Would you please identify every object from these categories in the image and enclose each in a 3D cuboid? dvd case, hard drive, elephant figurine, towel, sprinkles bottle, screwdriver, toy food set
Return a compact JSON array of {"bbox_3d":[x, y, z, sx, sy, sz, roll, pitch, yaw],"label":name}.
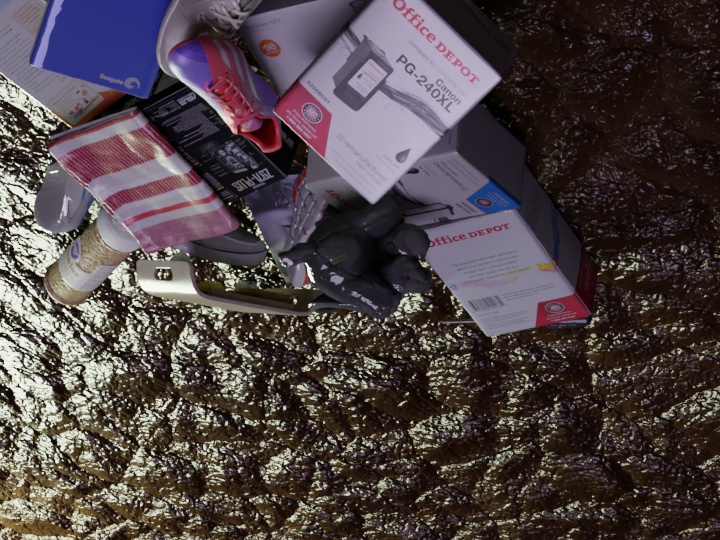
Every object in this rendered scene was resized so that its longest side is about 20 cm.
[{"bbox_3d":[-0.055,-0.052,1.849,0.148,0.016,0.200,-3,138,21],"label":"dvd case"},{"bbox_3d":[-0.250,-0.285,1.540,0.131,0.025,0.201,14,119,-22],"label":"hard drive"},{"bbox_3d":[0.000,0.000,1.674,0.155,0.142,0.200,43,169,-1],"label":"elephant figurine"},{"bbox_3d":[-0.250,-0.099,1.716,0.144,0.023,0.200,-14,133,32],"label":"towel"},{"bbox_3d":[-0.344,-0.023,1.942,0.068,0.068,0.200,31,139,-19],"label":"sprinkles bottle"},{"bbox_3d":[0.197,0.063,1.896,0.199,0.028,0.029,-4,167,26],"label":"screwdriver"},{"bbox_3d":[-0.164,0.015,1.866,0.199,0.061,0.143,11,174,-35],"label":"toy food set"}]

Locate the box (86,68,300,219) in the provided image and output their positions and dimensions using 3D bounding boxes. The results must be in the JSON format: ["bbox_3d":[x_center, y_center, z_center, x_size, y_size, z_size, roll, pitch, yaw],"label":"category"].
[{"bbox_3d":[-0.195,-0.155,1.715,0.200,0.086,0.164,-21,129,37],"label":"box"}]

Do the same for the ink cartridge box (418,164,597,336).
[{"bbox_3d":[0.170,-0.023,1.752,0.145,0.083,0.200,-13,134,33],"label":"ink cartridge box"}]

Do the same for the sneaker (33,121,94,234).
[{"bbox_3d":[-0.347,-0.128,1.831,0.072,0.072,0.200,42,130,13],"label":"sneaker"}]

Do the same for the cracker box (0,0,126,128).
[{"bbox_3d":[-0.349,-0.261,1.663,0.134,0.058,0.200,-27,126,39],"label":"cracker box"}]

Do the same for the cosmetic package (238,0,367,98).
[{"bbox_3d":[-0.014,-0.242,1.577,0.199,0.052,0.151,-8,133,27],"label":"cosmetic package"}]

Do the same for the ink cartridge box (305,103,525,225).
[{"bbox_3d":[0.060,-0.116,1.640,0.199,0.085,0.146,-11,153,34],"label":"ink cartridge box"}]

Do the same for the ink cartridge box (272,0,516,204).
[{"bbox_3d":[0.034,-0.189,1.473,0.145,0.083,0.200,43,120,-6],"label":"ink cartridge box"}]

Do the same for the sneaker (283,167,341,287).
[{"bbox_3d":[-0.038,-0.059,1.785,0.082,0.077,0.200,-4,145,-18],"label":"sneaker"}]

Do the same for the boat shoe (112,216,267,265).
[{"bbox_3d":[-0.206,-0.063,1.853,0.199,0.072,0.066,19,111,-11],"label":"boat shoe"}]

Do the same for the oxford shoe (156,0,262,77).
[{"bbox_3d":[-0.140,-0.271,1.518,0.075,0.058,0.200,21,121,-44],"label":"oxford shoe"}]

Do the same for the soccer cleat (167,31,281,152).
[{"bbox_3d":[-0.134,-0.184,1.550,0.067,0.077,0.200,-26,159,13],"label":"soccer cleat"}]
